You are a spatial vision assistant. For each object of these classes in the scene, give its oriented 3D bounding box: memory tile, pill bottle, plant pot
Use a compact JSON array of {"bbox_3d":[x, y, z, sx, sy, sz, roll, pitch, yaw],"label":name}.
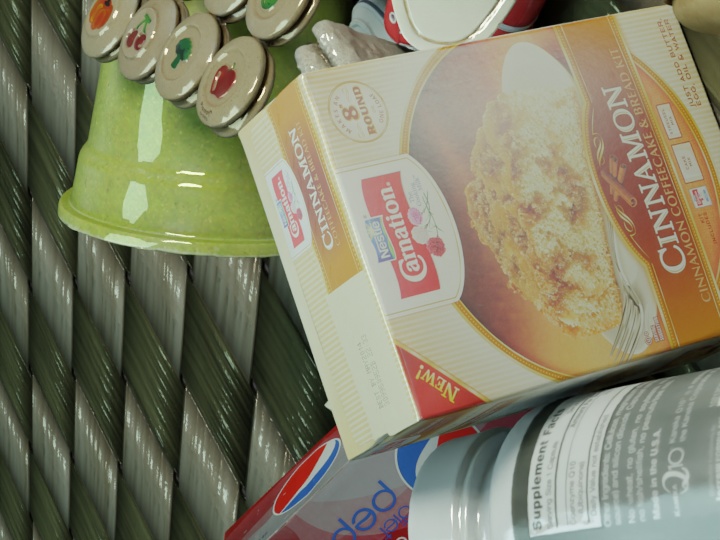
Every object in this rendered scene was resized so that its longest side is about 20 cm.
[{"bbox_3d":[-0.076,-0.161,1.180,0.200,0.017,0.154,32,94,54],"label":"memory tile"},{"bbox_3d":[0.126,0.103,0.940,0.199,0.114,0.115,-15,90,38],"label":"pill bottle"},{"bbox_3d":[-0.076,-0.121,1.330,0.200,0.199,0.186,-149,59,-60],"label":"plant pot"}]

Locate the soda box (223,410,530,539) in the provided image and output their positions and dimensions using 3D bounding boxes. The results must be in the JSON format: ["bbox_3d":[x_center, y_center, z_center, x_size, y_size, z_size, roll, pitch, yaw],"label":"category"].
[{"bbox_3d":[0.019,0.099,1.121,0.063,0.200,0.070,43,-166,-12],"label":"soda box"}]

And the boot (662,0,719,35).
[{"bbox_3d":[0.192,-0.041,0.860,0.175,0.066,0.201,-12,94,69],"label":"boot"}]

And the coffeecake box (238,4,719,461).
[{"bbox_3d":[0.068,-0.020,0.984,0.073,0.199,0.154,-36,71,59],"label":"coffeecake box"}]

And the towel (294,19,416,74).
[{"bbox_3d":[0.053,-0.038,1.111,0.034,0.132,0.200,-47,57,23],"label":"towel"}]

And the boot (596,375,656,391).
[{"bbox_3d":[0.110,0.099,1.164,0.201,0.070,0.145,44,137,47],"label":"boot"}]

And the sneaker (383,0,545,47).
[{"bbox_3d":[0.033,-0.190,1.143,0.201,0.071,0.113,59,150,30],"label":"sneaker"}]

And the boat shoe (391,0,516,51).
[{"bbox_3d":[0.052,-0.187,1.031,0.062,0.074,0.202,95,-179,-78],"label":"boat shoe"}]

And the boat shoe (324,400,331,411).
[{"bbox_3d":[0.025,0.068,1.267,0.068,0.072,0.200,-61,-1,1],"label":"boat shoe"}]

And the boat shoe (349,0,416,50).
[{"bbox_3d":[0.021,-0.058,1.264,0.074,0.065,0.201,-31,75,68],"label":"boat shoe"}]
